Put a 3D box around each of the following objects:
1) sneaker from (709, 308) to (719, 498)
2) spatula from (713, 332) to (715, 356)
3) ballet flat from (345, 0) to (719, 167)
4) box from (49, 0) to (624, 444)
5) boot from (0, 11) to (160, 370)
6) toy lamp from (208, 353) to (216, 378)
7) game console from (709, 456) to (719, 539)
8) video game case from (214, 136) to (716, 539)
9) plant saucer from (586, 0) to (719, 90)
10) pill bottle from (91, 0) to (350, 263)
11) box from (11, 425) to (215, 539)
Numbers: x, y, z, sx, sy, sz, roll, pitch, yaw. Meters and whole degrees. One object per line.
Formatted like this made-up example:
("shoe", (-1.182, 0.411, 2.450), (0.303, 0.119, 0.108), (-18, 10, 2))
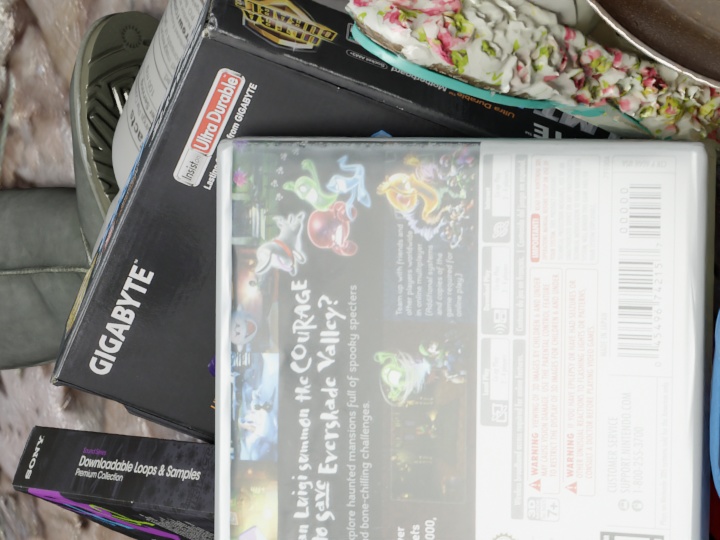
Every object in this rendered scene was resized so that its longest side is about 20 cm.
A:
("sneaker", (0.143, 0.090, 0.782), (0.065, 0.078, 0.202), (1, 104, 32))
("spatula", (0.111, 0.111, 0.975), (0.056, 0.021, 0.201), (21, 121, 23))
("ballet flat", (0.074, -0.086, 0.836), (0.076, 0.199, 0.064), (41, 108, 37))
("box", (0.000, 0.000, 0.949), (0.197, 0.050, 0.201), (20, 129, -11))
("boot", (-0.153, -0.033, 1.177), (0.199, 0.072, 0.184), (5, 105, 52))
("toy lamp", (0.020, 0.102, 0.898), (0.201, 0.058, 0.058), (54, 134, 11))
("game console", (0.178, 0.133, 0.835), (0.200, 0.031, 0.177), (52, 125, 13))
("video game case", (0.034, 0.054, 0.850), (0.180, 0.023, 0.202), (2, 93, 19))
("plant saucer", (0.150, -0.153, 0.780), (0.198, 0.032, 0.202), (0, 88, 10))
("pill bottle", (-0.041, -0.060, 1.009), (0.114, 0.114, 0.201), (48, 132, 23))
("box", (-0.042, 0.110, 1.040), (0.199, 0.142, 0.036), (-1, 66, 50))
